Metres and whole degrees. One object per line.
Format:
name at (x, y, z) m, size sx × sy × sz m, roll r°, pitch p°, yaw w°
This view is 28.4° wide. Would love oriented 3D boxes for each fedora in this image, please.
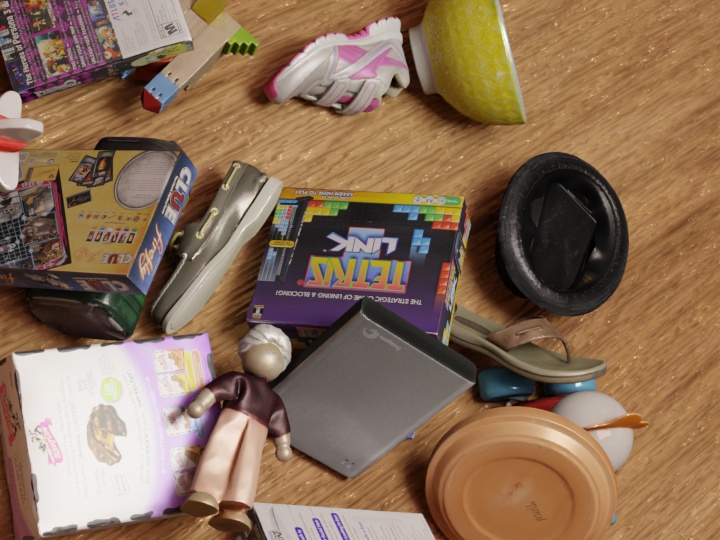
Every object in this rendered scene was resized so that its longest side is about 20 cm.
fedora at (0.217, -0.035, 1.650) m, size 0.200 × 0.092 × 0.201 m, roll 10°, pitch 70°, yaw -29°

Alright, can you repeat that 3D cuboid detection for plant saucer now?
plant saucer at (0.166, 0.233, 1.477) m, size 0.200 × 0.200 × 0.032 m, roll 43°, pitch 28°, yaw -13°

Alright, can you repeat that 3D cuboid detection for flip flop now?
flip flop at (0.174, 0.071, 1.548) m, size 0.081 × 0.200 × 0.058 m, roll -17°, pitch 127°, yaw -60°

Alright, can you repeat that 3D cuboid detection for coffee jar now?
coffee jar at (-0.235, -0.036, 1.362) m, size 0.085 × 0.104 × 0.200 m, roll 56°, pitch 46°, yaw -51°

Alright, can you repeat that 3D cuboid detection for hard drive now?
hard drive at (-0.001, 0.119, 1.403) m, size 0.139 × 0.200 × 0.033 m, roll 32°, pitch 38°, yaw -19°

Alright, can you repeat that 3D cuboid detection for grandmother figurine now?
grandmother figurine at (-0.106, 0.143, 1.336) m, size 0.121 × 0.061 × 0.200 m, roll 42°, pitch 50°, yaw -40°

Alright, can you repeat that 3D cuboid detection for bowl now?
bowl at (0.117, -0.253, 1.632) m, size 0.108 × 0.200 × 0.200 m, roll -13°, pitch 80°, yaw 8°

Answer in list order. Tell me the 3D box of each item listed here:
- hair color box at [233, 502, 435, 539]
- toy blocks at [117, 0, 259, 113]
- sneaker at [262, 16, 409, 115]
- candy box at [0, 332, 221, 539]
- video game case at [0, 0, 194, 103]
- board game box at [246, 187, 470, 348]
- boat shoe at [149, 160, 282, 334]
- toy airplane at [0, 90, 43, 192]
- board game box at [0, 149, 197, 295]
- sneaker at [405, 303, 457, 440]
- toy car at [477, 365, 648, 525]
hair color box at (-0.015, 0.291, 1.394) m, size 0.200 × 0.065 × 0.109 m, roll 11°, pitch 30°, yaw -30°
toy blocks at (-0.225, -0.247, 1.450) m, size 0.200 × 0.100 × 0.137 m, roll 42°, pitch 66°, yaw -1°
sneaker at (-0.016, -0.214, 1.568) m, size 0.200 × 0.081 × 0.088 m, roll -24°, pitch 87°, yaw -34°
candy box at (-0.230, 0.154, 1.327) m, size 0.200 × 0.072 × 0.168 m, roll -4°, pitch 78°, yaw -33°
video game case at (-0.279, -0.283, 1.395) m, size 0.181 × 0.036 × 0.200 m, roll -19°, pitch 79°, yaw -6°
board game box at (0.000, 0.000, 1.447) m, size 0.200 × 0.057 × 0.166 m, roll 3°, pitch 58°, yaw 15°
boat shoe at (-0.155, -0.026, 1.433) m, size 0.060 × 0.072 × 0.202 m, roll 32°, pitch 66°, yaw 5°
toy airplane at (-0.381, -0.139, 1.269) m, size 0.200 × 0.141 × 0.199 m, roll 48°, pitch 62°, yaw -3°
board game box at (-0.261, -0.047, 1.303) m, size 0.035 × 0.200 × 0.136 m, roll 54°, pitch 47°, yaw -49°
sneaker at (0.042, 0.072, 1.494) m, size 0.080 × 0.115 × 0.200 m, roll 11°, pitch 70°, yaw -28°
toy car at (0.245, 0.182, 1.535) m, size 0.177 × 0.200 × 0.185 m, roll 2°, pitch 75°, yaw -31°
